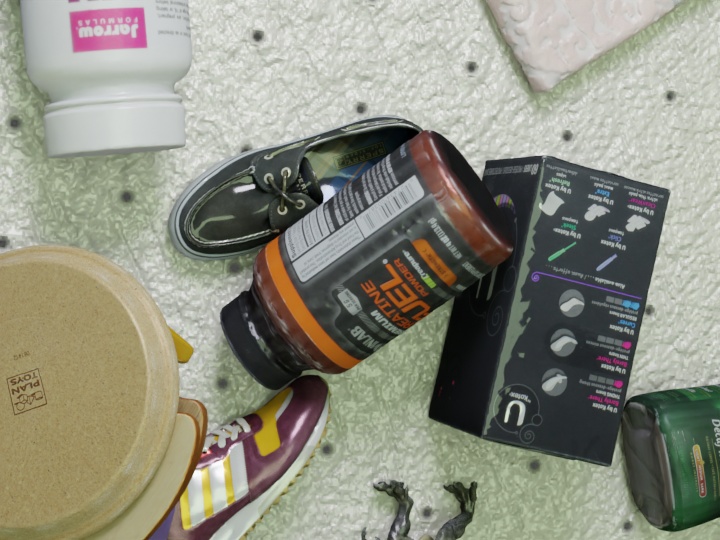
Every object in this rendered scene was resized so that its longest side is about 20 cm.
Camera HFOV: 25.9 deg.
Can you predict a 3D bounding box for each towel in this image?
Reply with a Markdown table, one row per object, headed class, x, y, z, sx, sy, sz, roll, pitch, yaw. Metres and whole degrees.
| class | x | y | z | sx | sy | sz | roll | pitch | yaw |
| --- | --- | --- | --- | --- | --- | --- | --- | --- | --- |
| towel | 0.164 | -0.266 | 1.183 | 0.190 | 0.032 | 0.201 | -31 | 98 | -12 |

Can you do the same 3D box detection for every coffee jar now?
| class | x | y | z | sx | sy | sz | roll | pitch | yaw |
| --- | --- | --- | --- | --- | --- | --- | --- | --- | --- |
| coffee jar | 0.306 | 0.128 | 1.201 | 0.198 | 0.085 | 0.105 | -12 | 94 | -15 |

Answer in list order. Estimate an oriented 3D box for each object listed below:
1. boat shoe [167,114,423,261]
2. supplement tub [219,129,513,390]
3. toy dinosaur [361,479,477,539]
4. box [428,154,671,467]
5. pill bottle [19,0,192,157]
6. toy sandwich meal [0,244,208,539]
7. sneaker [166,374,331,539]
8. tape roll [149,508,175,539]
| class | x | y | z | sx | sy | sz | roll | pitch | yaw |
| --- | --- | --- | --- | --- | --- | --- | --- | --- | --- |
| boat shoe | -0.043 | -0.064 | 1.117 | 0.199 | 0.057 | 0.069 | -24 | 97 | -14 |
| supplement tub | 0.000 | 0.000 | 1.081 | 0.199 | 0.107 | 0.107 | -36 | 101 | 14 |
| toy dinosaur | 0.051 | 0.200 | 1.152 | 0.198 | 0.047 | 0.089 | 8 | 73 | -32 |
| box | 0.134 | 0.027 | 1.133 | 0.105 | 0.122 | 0.202 | 13 | 87 | -15 |
| pill bottle | -0.171 | -0.180 | 1.050 | 0.112 | 0.113 | 0.202 | -6 | 93 | -15 |
| toy sandwich meal | -0.186 | 0.082 | 0.964 | 0.203 | 0.070 | 0.207 | -3 | 77 | 12 |
| sneaker | -0.104 | 0.139 | 1.097 | 0.090 | 0.075 | 0.200 | 41 | 79 | -13 |
| tape roll | -0.223 | 0.138 | 1.024 | 0.198 | 0.085 | 0.202 | 0 | 77 | 2 |
